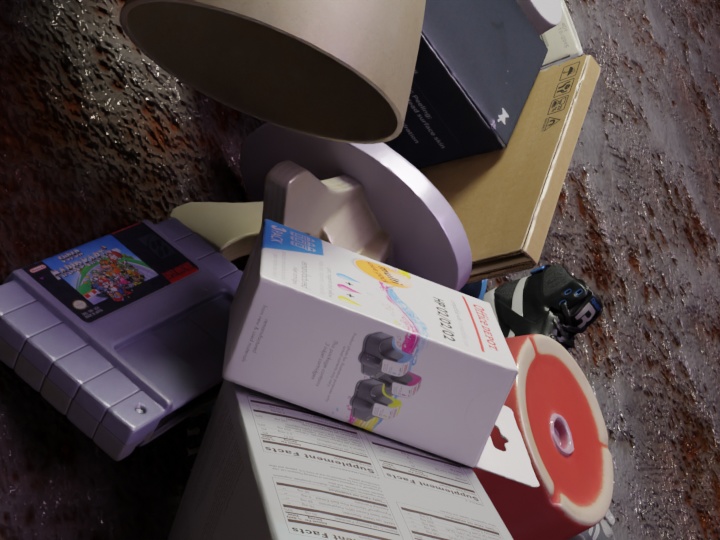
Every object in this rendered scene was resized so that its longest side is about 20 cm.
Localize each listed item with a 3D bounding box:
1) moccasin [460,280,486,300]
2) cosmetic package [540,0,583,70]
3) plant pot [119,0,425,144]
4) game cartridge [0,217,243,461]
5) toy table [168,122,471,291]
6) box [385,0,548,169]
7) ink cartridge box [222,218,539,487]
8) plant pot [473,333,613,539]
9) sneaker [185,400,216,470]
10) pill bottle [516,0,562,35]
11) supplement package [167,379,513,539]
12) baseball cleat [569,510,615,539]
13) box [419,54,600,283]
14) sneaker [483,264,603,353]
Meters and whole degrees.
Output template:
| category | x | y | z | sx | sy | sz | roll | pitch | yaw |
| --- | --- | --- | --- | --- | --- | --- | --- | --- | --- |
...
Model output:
| category | x | y | z | sx | sy | sz | roll | pitch | yaw |
| --- | --- | --- | --- | --- | --- | --- | --- | --- | --- |
| moccasin | 0.078 | -0.061 | 1.193 | 0.067 | 0.081 | 0.203 | 7 | 62 | -19 |
| cosmetic package | 0.185 | -0.216 | 1.381 | 0.200 | 0.104 | 0.072 | 21 | 48 | -74 |
| plant pot | -0.029 | -0.211 | 0.814 | 0.187 | 0.186 | 0.203 | 31 | 74 | -45 |
| game cartridge | -0.131 | 0.031 | 0.797 | 0.129 | 0.039 | 0.200 | 41 | 29 | 10 |
| toy table | -0.033 | -0.018 | 0.914 | 0.117 | 0.198 | 0.186 | -40 | 139 | -41 |
| box | 0.008 | -0.185 | 1.025 | 0.197 | 0.198 | 0.118 | 49 | 52 | -29 |
| ink cartridge box | 0.022 | 0.047 | 0.776 | 0.197 | 0.069 | 0.115 | 21 | 17 | -10 |
| plant pot | 0.081 | 0.143 | 0.976 | 0.200 | 0.176 | 0.203 | 34 | 45 | -42 |
| sneaker | -0.056 | 0.151 | 0.879 | 0.090 | 0.077 | 0.203 | -27 | 98 | -78 |
| pill bottle | 0.077 | -0.217 | 1.175 | 0.111 | 0.198 | 0.113 | 36 | 42 | -41 |
| supplement package | -0.015 | 0.179 | 0.704 | 0.149 | 0.154 | 0.200 | 16 | 16 | -19 |
| baseball cleat | 0.187 | 0.238 | 1.205 | 0.200 | 0.069 | 0.108 | 48 | 28 | -46 |
| box | 0.092 | -0.070 | 1.000 | 0.021 | 0.162 | 0.202 | 44 | 51 | -29 |
| sneaker | 0.180 | 0.070 | 1.206 | 0.073 | 0.111 | 0.202 | 41 | 27 | -39 |
